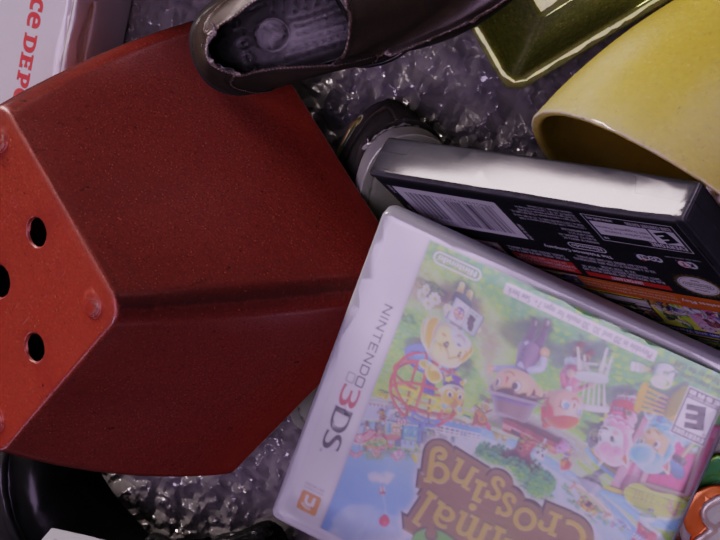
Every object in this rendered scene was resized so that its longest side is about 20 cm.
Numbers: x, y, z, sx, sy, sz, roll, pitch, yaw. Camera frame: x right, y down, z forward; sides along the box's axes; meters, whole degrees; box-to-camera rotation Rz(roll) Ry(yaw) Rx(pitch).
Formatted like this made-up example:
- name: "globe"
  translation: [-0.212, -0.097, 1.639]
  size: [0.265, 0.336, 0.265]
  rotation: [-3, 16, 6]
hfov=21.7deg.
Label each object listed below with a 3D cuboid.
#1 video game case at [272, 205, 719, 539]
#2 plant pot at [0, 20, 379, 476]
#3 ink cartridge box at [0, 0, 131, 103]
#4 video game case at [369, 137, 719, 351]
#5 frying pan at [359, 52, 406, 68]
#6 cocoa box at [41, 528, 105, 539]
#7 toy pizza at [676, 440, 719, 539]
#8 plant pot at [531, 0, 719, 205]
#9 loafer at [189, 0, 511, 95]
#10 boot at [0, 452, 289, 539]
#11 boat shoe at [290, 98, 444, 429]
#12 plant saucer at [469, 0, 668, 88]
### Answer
- name: "video game case"
  translation: [0.072, 0.089, 0.961]
  size: [0.199, 0.022, 0.183]
  rotation: [25, 108, 13]
- name: "plant pot"
  translation: [-0.131, -0.005, 1.026]
  size: [0.200, 0.176, 0.200]
  rotation: [-46, 67, 35]
- name: "ink cartridge box"
  translation: [-0.240, -0.170, 1.120]
  size: [0.199, 0.084, 0.145]
  rotation: [20, 110, 16]
- name: "video game case"
  translation: [0.126, 0.001, 0.950]
  size: [0.200, 0.181, 0.026]
  rotation: [12, 67, 45]
- name: "frying pan"
  translation: [-0.048, -0.175, 1.048]
  size: [0.189, 0.031, 0.115]
  rotation: [23, 131, 18]
- name: "cocoa box"
  translation: [-0.161, 0.265, 1.060]
  size: [0.133, 0.200, 0.132]
  rotation: [10, 122, 20]
- name: "toy pizza"
  translation: [0.144, 0.144, 0.986]
  size: [0.199, 0.032, 0.201]
  rotation: [2, 104, 8]
- name: "plant pot"
  translation: [0.207, -0.072, 0.931]
  size: [0.200, 0.200, 0.142]
  rotation: [36, 84, 9]
- name: "loafer"
  translation: [0.004, -0.136, 0.969]
  size: [0.199, 0.071, 0.073]
  rotation: [-24, 102, 8]
- name: "boot"
  translation: [-0.126, 0.172, 1.166]
  size: [0.157, 0.079, 0.212]
  rotation: [-14, 109, 31]
- name: "boat shoe"
  translation: [0.000, 0.000, 1.087]
  size: [0.071, 0.061, 0.202]
  rotation: [8, 117, -23]
- name: "plant saucer"
  translation: [0.116, -0.230, 0.985]
  size: [0.200, 0.048, 0.200]
  rotation: [-30, 92, 26]
